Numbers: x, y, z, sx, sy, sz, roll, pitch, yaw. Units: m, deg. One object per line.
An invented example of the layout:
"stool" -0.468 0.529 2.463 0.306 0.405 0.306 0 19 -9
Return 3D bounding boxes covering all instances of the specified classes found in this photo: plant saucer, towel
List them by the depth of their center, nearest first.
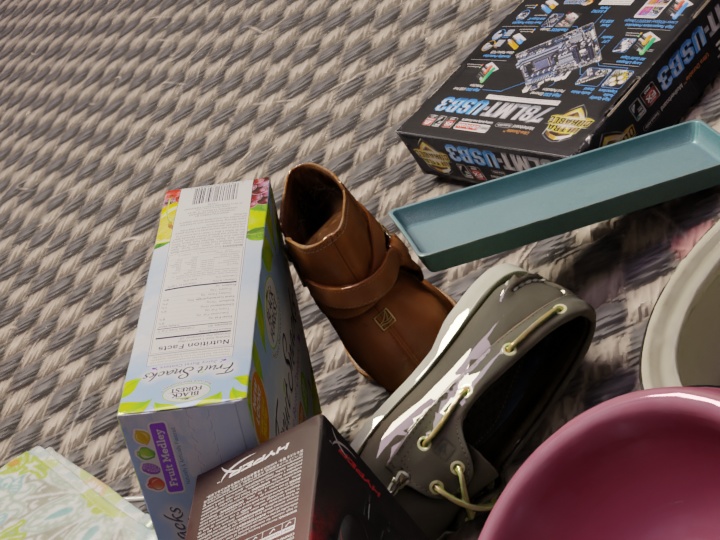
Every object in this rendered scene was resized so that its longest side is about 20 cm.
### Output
"towel" -0.202 0.184 0.842 0.199 0.049 0.170 -37 31 -25
"plant saucer" 0.118 -0.043 0.893 0.198 0.019 0.070 -18 27 -7

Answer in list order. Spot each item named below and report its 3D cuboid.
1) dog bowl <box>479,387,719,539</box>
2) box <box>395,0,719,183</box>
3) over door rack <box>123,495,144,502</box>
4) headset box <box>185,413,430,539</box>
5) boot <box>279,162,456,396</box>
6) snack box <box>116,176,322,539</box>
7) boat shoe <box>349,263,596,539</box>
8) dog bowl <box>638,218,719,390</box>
"dog bowl" 0.117 0.131 0.548 0.199 0.073 0.202 -25 54 39
"box" 0.148 -0.136 1.042 0.199 0.050 0.199 -49 29 -16
"over door rack" -0.143 0.190 0.907 0.198 0.067 0.148 -15 33 14
"headset box" -0.010 0.184 0.641 0.075 0.149 0.201 -28 28 20
"boot" 0.000 0.000 0.902 0.074 0.155 0.200 -40 27 -3
"snack box" -0.065 0.075 0.811 0.067 0.170 0.201 -8 32 4
"boat shoe" 0.048 0.089 0.798 0.060 0.072 0.203 22 72 45
"dog bowl" 0.224 0.029 0.667 0.199 0.074 0.201 -29 29 18
